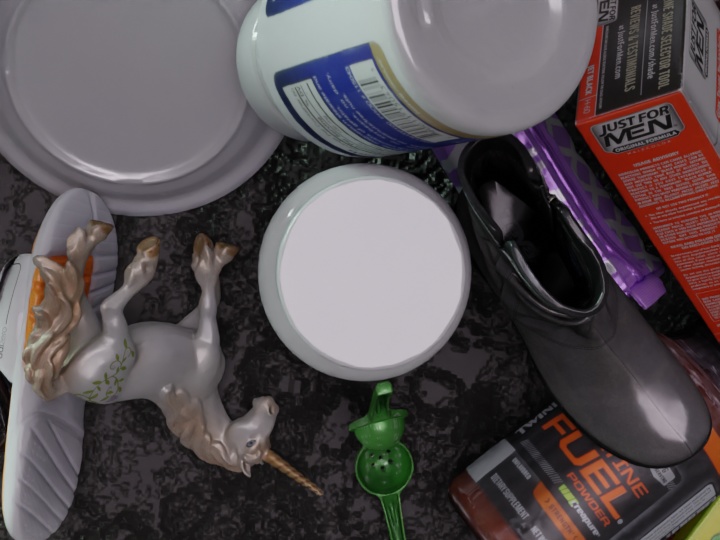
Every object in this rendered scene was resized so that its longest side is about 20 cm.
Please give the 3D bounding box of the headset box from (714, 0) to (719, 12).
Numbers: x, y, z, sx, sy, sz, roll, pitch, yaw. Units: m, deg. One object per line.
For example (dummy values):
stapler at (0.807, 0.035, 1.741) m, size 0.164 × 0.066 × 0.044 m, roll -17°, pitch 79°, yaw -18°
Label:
headset box at (0.191, -0.232, 0.828) m, size 0.077 × 0.148 × 0.202 m, roll -22°, pitch 93°, yaw 39°

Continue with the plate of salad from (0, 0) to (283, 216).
plate of salad at (-0.133, -0.124, 0.842) m, size 0.197 × 0.048 × 0.202 m, roll -1°, pitch 121°, yaw -1°

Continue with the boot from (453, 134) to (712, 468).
boot at (0.113, 0.024, 0.750) m, size 0.070 × 0.132 × 0.200 m, roll -43°, pitch 84°, yaw -2°

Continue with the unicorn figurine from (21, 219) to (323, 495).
unicorn figurine at (-0.110, 0.048, 0.844) m, size 0.198 × 0.074 × 0.139 m, roll 9°, pitch 96°, yaw -29°

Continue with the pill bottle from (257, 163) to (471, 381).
pill bottle at (0.000, 0.000, 0.796) m, size 0.114 × 0.200 × 0.117 m, roll 0°, pitch 90°, yaw -3°

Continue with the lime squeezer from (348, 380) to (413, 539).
lime squeezer at (0.012, 0.114, 0.851) m, size 0.037 × 0.071 × 0.201 m, roll 0°, pitch 133°, yaw 7°

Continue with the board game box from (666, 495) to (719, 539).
board game box at (0.244, 0.176, 0.889) m, size 0.101 × 0.048 × 0.201 m, roll 37°, pitch 88°, yaw -3°

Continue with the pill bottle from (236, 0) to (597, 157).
pill bottle at (0.016, -0.120, 0.730) m, size 0.118 × 0.199 × 0.121 m, roll 0°, pitch 90°, yaw -28°

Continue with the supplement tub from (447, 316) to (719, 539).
supplement tub at (0.156, 0.109, 0.855) m, size 0.199 × 0.107 × 0.107 m, roll -39°, pitch 93°, yaw -3°

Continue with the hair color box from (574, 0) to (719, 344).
hair color box at (0.186, -0.056, 0.773) m, size 0.061 × 0.102 × 0.200 m, roll -14°, pitch 134°, yaw 30°

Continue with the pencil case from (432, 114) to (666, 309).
pencil case at (0.101, -0.060, 0.859) m, size 0.084 × 0.085 × 0.201 m, roll -37°, pitch 96°, yaw -34°

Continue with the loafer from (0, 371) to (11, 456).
loafer at (-0.280, 0.036, 0.848) m, size 0.072 × 0.063 × 0.200 m, roll -40°, pitch 93°, yaw -2°

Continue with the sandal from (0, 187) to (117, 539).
sandal at (-0.195, 0.052, 0.845) m, size 0.059 × 0.079 × 0.209 m, roll 6°, pitch 83°, yaw 23°
